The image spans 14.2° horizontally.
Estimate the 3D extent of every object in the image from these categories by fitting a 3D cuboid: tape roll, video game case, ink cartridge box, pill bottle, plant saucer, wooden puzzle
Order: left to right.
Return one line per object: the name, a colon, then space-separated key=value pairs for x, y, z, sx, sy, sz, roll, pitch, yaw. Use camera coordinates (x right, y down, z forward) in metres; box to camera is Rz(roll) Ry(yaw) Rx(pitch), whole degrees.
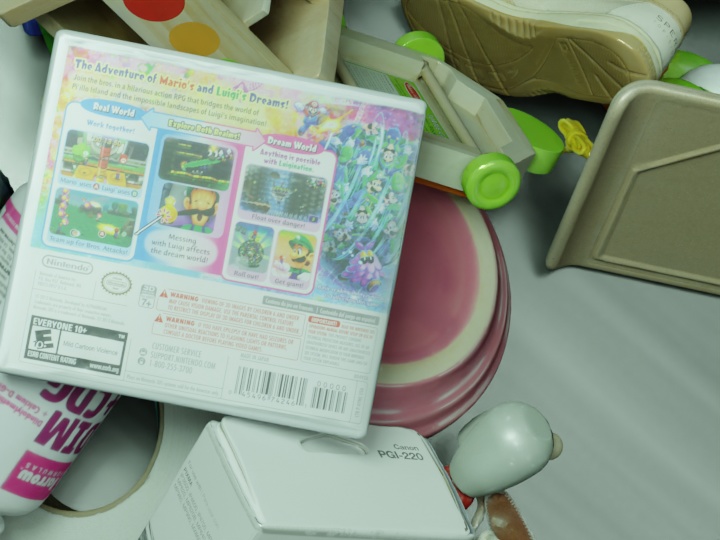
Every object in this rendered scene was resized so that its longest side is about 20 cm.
pill bottle: x=-0.195 y=0.062 z=1.583 sx=0.113 sy=0.113 sz=0.200 roll=36 pitch=97 yaw=0
tape roll: x=-0.153 y=0.088 z=1.644 sx=0.202 sy=0.037 sz=0.203 roll=-3 pitch=81 yaw=20
video game case: x=-0.078 y=-0.018 z=1.513 sx=0.200 sy=0.024 sz=0.182 roll=11 pitch=87 yaw=-5
ink cartridge box: x=-0.051 y=0.179 z=1.580 sx=0.145 sy=0.200 sz=0.085 roll=6 pitch=38 yaw=-34
plant saucer: x=0.000 y=0.000 z=1.623 sx=0.200 sy=0.051 sz=0.201 roll=9 pitch=67 yaw=-23
wooden puzzle: x=0.223 y=-0.044 z=1.680 sx=0.200 sy=0.185 sz=0.037 roll=8 pitch=57 yaw=-7

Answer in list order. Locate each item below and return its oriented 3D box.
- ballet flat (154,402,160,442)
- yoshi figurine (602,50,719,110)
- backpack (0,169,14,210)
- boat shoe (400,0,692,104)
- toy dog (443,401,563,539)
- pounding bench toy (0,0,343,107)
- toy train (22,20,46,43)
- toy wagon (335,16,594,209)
ballet flat: x=-0.085 y=0.120 z=1.667 sx=0.073 sy=0.073 sz=0.200 roll=-1 pitch=80 yaw=-6
yoshi figurine: x=0.250 y=-0.094 z=1.723 sx=0.200 sy=0.112 sz=0.113 roll=30 pitch=73 yaw=-5
backpack: x=-0.294 y=-0.022 z=1.613 sx=0.147 sy=0.183 sz=0.200 roll=39 pitch=85 yaw=1
boat shoe: x=0.111 y=-0.146 z=1.693 sx=0.069 sy=0.200 sz=0.074 roll=-43 pitch=130 yaw=-27
toy dog: x=0.059 y=0.145 z=1.641 sx=0.096 sy=0.200 sz=0.132 roll=4 pitch=77 yaw=-38
pounding bench toy: x=-0.134 y=-0.157 z=1.575 sx=0.156 sy=0.200 sz=0.124 roll=42 pitch=40 yaw=-38
toy train: x=-0.106 y=-0.204 z=1.681 sx=0.200 sy=0.116 sz=0.085 roll=-11 pitch=53 yaw=-7
toy wagon: x=0.042 y=-0.087 z=1.633 sx=0.200 sy=0.155 sz=0.040 roll=17 pitch=116 yaw=-28
